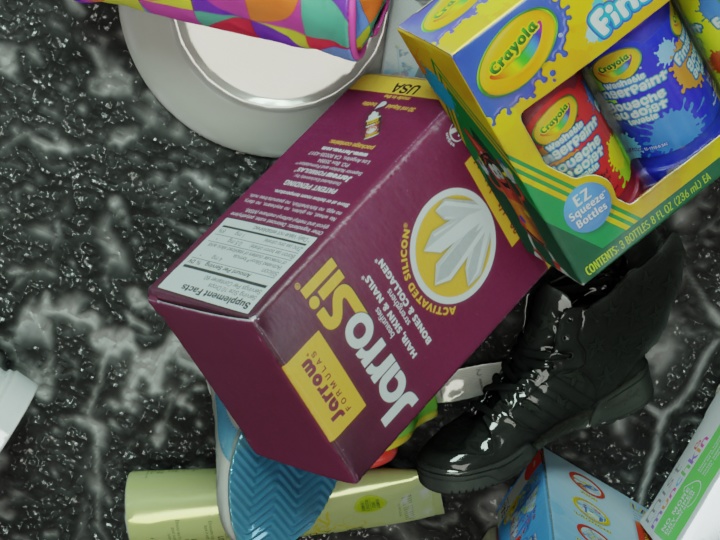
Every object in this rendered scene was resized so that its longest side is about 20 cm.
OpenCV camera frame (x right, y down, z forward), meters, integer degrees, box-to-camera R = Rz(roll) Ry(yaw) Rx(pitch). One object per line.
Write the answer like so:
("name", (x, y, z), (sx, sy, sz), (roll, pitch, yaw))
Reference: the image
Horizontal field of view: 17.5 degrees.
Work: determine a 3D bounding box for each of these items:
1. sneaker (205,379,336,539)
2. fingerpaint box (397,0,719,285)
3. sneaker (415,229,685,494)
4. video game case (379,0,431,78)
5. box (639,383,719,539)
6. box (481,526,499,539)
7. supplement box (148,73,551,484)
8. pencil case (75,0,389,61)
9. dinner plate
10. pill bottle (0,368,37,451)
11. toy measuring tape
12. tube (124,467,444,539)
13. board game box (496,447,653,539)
("sneaker", (-0.058, 0.070, 1.413), (0.076, 0.081, 0.201), (7, 83, -29))
("fingerpaint box", (0.147, -0.121, 1.286), (0.200, 0.073, 0.167), (-37, 120, -9))
("sneaker", (0.113, 0.051, 1.413), (0.199, 0.060, 0.105), (-23, 118, -21))
("video game case", (0.084, -0.121, 1.379), (0.142, 0.018, 0.201), (8, 125, -1))
("box", (0.299, 0.121, 1.425), (0.176, 0.097, 0.201), (31, 94, -8))
("box", (0.097, 0.267, 1.433), (0.109, 0.200, 0.128), (28, 106, -6))
("supplement box", (0.000, 0.000, 1.331), (0.200, 0.103, 0.131), (-47, 124, -24))
("pencil case", (-0.077, -0.176, 1.332), (0.199, 0.088, 0.089), (15, 108, 19))
("dinner plate", (-0.047, -0.163, 1.399), (0.199, 0.024, 0.201), (0, 106, 0))
("pill bottle", (-0.298, 0.047, 1.422), (0.199, 0.111, 0.111), (33, 105, -8))
("toy measuring tape", (0.037, 0.082, 1.447), (0.199, 0.074, 0.074), (-8, 107, 4))
("tube", (-0.047, 0.147, 1.475), (0.199, 0.058, 0.052), (-4, 106, 3))
("board game box", (0.181, 0.212, 1.417), (0.199, 0.196, 0.056), (31, 106, -7))
